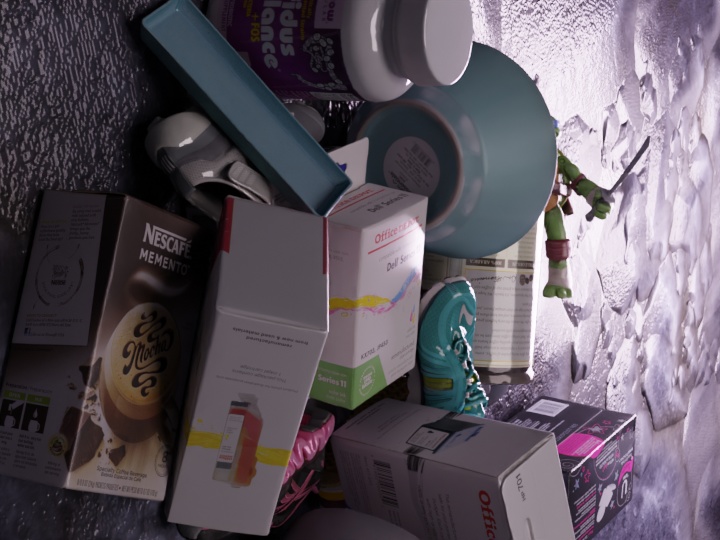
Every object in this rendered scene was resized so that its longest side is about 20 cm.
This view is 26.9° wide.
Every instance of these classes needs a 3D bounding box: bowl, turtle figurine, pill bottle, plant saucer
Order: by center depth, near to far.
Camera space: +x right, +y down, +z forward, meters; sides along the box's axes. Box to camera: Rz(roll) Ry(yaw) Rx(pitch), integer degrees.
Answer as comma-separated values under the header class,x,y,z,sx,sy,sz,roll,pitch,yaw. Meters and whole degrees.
class,x,y,z,sx,sy,sz,roll,pitch,yaw
plant saucer,-0.088,-0.123,1.151,0.200,0.019,0.070,48,35,-7
pill bottle,-0.016,-0.191,1.193,0.112,0.198,0.114,-14,107,-58
bowl,0.065,-0.102,1.345,0.105,0.199,0.204,-18,110,-56
turtle figurine,0.194,-0.067,1.632,0.142,0.200,0.197,-1,101,-25

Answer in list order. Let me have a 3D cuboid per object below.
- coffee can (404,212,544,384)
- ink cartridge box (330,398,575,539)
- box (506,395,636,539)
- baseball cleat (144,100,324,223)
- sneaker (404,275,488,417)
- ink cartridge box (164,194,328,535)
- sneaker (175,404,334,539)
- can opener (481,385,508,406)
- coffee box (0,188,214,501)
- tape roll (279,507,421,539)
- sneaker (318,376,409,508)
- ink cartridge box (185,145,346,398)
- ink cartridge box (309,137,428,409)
class,x,y,z,sx,sy,sz,roll,pitch,yaw
coffee can,0.107,0.003,1.484,0.146,0.145,0.203,1,94,-59
ink cartridge box,0.081,0.206,1.311,0.086,0.199,0.148,-31,117,-40
box,0.220,0.237,1.729,0.199,0.131,0.116,-24,118,-56
baseball cleat,-0.085,-0.081,1.193,0.199,0.070,0.107,-12,65,-50
sneaker,0.087,0.098,1.362,0.077,0.079,0.202,-19,123,-32
ink cartridge box,-0.084,0.072,1.112,0.146,0.082,0.202,-93,-163,-55
sneaker,-0.085,0.190,1.272,0.200,0.078,0.097,-32,133,-52
can opener,0.114,0.138,1.610,0.200,0.053,0.068,-32,121,-52
coffee box,-0.182,0.054,1.068,0.113,0.079,0.203,22,76,-58
tape roll,0.005,0.300,1.307,0.066,0.198,0.202,-53,137,-40
sneaker,0.026,0.179,1.453,0.200,0.074,0.091,-38,126,-40
ink cartridge box,-0.066,0.014,1.292,0.198,0.043,0.203,-31,119,-54
ink cartridge box,0.000,0.000,1.270,0.117,0.067,0.203,-29,128,-55
